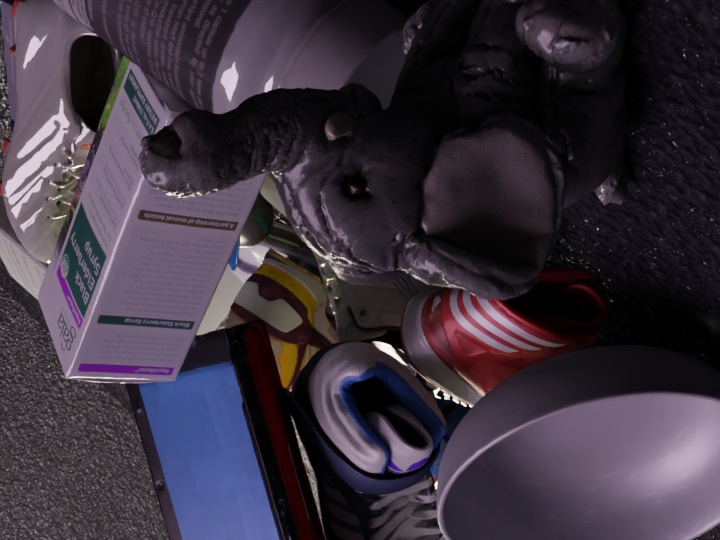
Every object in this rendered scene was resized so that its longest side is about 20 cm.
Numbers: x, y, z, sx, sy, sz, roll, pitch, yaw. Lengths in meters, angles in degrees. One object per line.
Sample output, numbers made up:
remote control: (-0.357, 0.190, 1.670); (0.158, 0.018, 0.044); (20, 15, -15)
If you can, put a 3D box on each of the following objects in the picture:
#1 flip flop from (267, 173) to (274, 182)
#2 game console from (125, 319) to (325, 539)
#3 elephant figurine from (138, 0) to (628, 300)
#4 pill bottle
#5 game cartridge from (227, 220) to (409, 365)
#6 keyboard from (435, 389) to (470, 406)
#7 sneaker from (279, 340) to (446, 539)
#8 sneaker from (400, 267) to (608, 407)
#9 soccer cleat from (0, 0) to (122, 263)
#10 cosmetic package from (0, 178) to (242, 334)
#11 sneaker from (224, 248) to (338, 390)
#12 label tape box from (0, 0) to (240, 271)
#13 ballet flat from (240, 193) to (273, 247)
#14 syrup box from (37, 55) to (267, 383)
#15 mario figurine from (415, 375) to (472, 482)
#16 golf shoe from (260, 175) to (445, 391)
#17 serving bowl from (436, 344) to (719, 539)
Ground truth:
flip flop: (0.024, -0.056, 0.745); (0.199, 0.081, 0.058); (32, 142, 25)
game console: (-0.094, 0.146, 0.831); (0.172, 0.118, 0.202); (-109, 3, -87)
elephant figurine: (0.024, -0.045, 0.558); (0.155, 0.200, 0.142); (39, 161, 10)
pill bottle: (-0.068, -0.141, 0.672); (0.199, 0.113, 0.113); (37, 161, 19)
game cartridge: (-0.048, 0.010, 1.010); (0.199, 0.038, 0.130); (19, 151, 47)
keyboard: (0.059, 0.061, 1.004); (0.127, 0.021, 0.201); (34, 159, 25)
sneaker: (0.020, 0.140, 0.789); (0.202, 0.080, 0.146); (66, 163, 1)
sneaker: (0.130, 0.066, 0.784); (0.199, 0.079, 0.115); (28, 148, -31)
soccer cleat: (-0.187, -0.082, 0.796); (0.077, 0.069, 0.202); (29, 128, 28)
cosmetic package: (-0.220, -0.021, 1.166); (0.199, 0.165, 0.165); (38, 161, 11)
sneaker: (-0.063, 0.063, 0.970); (0.075, 0.090, 0.200); (29, 161, 24)
label tape box: (-0.166, -0.095, 0.864); (0.199, 0.066, 0.144); (35, 134, 33)
ballet flat: (-0.144, -0.067, 0.961); (0.199, 0.068, 0.064); (28, 165, 38)
syrup box: (-0.129, -0.029, 0.771); (0.081, 0.201, 0.079); (6, -145, -35)
mario figurine: (0.037, 0.133, 0.909); (0.105, 0.125, 0.199); (0, -171, -43)
golf shoe: (0.000, 0.000, 0.836); (0.199, 0.098, 0.078); (35, 165, 0)
serving bowl: (0.139, 0.106, 0.746); (0.201, 0.198, 0.066); (64, -168, -48)
